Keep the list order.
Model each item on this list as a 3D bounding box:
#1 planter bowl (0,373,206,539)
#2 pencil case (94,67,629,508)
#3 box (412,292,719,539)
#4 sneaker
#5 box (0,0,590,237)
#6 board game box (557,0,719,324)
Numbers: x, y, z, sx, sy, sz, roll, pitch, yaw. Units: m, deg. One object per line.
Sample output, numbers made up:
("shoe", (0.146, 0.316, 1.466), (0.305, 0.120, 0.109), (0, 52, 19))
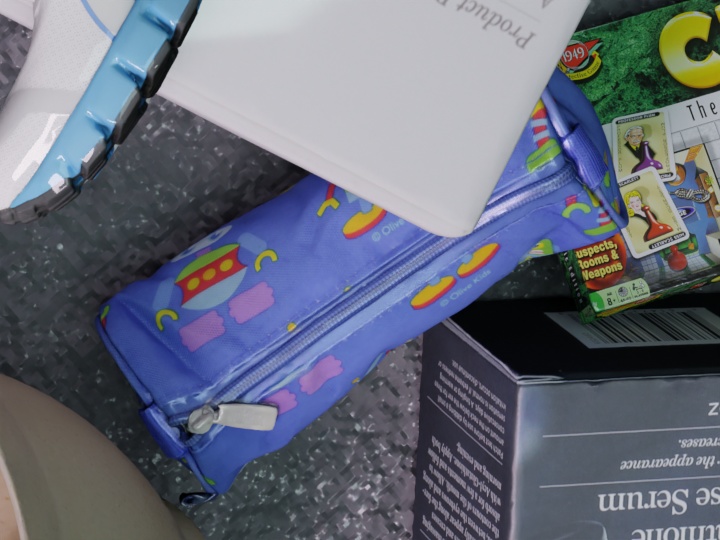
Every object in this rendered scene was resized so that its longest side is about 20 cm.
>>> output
("planter bowl", (-0.129, 0.129, 0.970), (0.134, 0.200, 0.202), (10, 102, -47))
("pencil case", (0.000, 0.000, 0.999), (0.199, 0.087, 0.078), (-33, 113, 6))
("box", (0.103, 0.118, 1.071), (0.147, 0.107, 0.202), (-3, 105, -17))
("sneaker", (-0.069, -0.111, 0.773), (0.086, 0.075, 0.201), (27, 93, -6))
("box", (-0.037, -0.141, 0.909), (0.198, 0.200, 0.172), (26, 94, -21))
("board game box", (0.159, -0.058, 1.064), (0.199, 0.023, 0.105), (-17, 77, -13))
